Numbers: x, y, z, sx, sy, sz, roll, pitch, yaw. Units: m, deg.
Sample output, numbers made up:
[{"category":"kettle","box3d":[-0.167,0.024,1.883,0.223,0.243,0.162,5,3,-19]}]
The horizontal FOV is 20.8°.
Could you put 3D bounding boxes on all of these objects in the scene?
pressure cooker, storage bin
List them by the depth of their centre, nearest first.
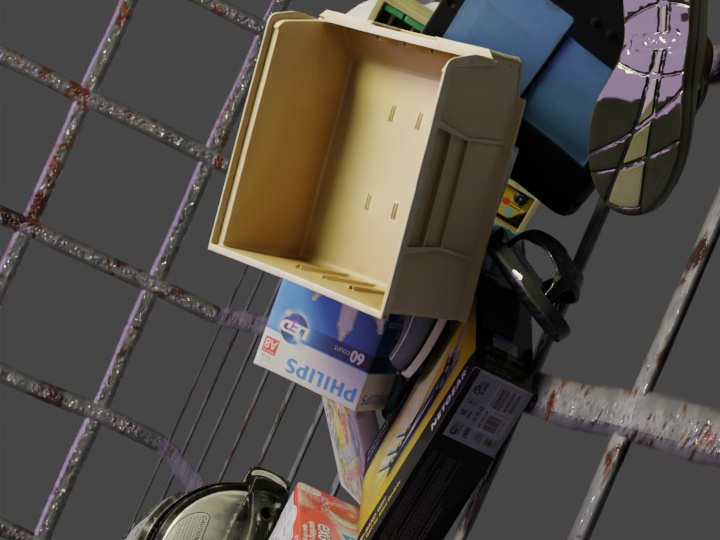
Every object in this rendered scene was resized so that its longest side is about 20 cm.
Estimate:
[{"category":"storage bin","box3d":[0.006,-0.082,1.443,0.199,0.093,0.200,20,98,46]},{"category":"pressure cooker","box3d":[-0.123,0.280,1.769,0.177,0.177,0.200,69,159,7]}]

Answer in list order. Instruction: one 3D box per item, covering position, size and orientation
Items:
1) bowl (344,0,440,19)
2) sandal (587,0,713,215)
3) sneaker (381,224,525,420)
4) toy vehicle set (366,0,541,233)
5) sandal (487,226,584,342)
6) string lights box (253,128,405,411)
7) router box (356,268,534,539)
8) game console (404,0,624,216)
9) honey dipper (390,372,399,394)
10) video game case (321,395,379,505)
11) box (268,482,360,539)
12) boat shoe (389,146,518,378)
[{"category":"bowl","box3d":[-0.009,-0.162,1.721,0.202,0.090,0.202,-54,20,30]},{"category":"sandal","box3d":[0.208,-0.134,1.314,0.079,0.057,0.203,15,94,45]},{"category":"sneaker","box3d":[0.055,0.037,1.620,0.201,0.095,0.079,-62,10,19]},{"category":"toy vehicle set","box3d":[0.077,-0.128,1.603,0.125,0.199,0.027,-61,-5,26]},{"category":"sandal","box3d":[0.128,-0.004,1.420,0.048,0.076,0.201,-36,12,5]},{"category":"string lights box","box3d":[0.000,0.000,1.562,0.059,0.102,0.202,4,-73,-65]},{"category":"router box","box3d":[0.064,0.119,1.497,0.201,0.052,0.158,-61,10,25]},{"category":"game console","box3d":[0.132,-0.151,1.442,0.031,0.177,0.200,-42,-9,-42]},{"category":"honey dipper","box3d":[-0.010,0.040,1.758,0.038,0.038,0.201,-60,36,28]},{"category":"video game case","box3d":[-0.013,0.114,1.710,0.200,0.023,0.184,-165,63,-80]},{"category":"box","box3d":[-0.027,0.260,1.515,0.100,0.095,0.200,-63,10,14]},{"category":"boat shoe","box3d":[0.057,-0.014,1.497,0.073,0.061,0.201,-67,1,-71]}]
